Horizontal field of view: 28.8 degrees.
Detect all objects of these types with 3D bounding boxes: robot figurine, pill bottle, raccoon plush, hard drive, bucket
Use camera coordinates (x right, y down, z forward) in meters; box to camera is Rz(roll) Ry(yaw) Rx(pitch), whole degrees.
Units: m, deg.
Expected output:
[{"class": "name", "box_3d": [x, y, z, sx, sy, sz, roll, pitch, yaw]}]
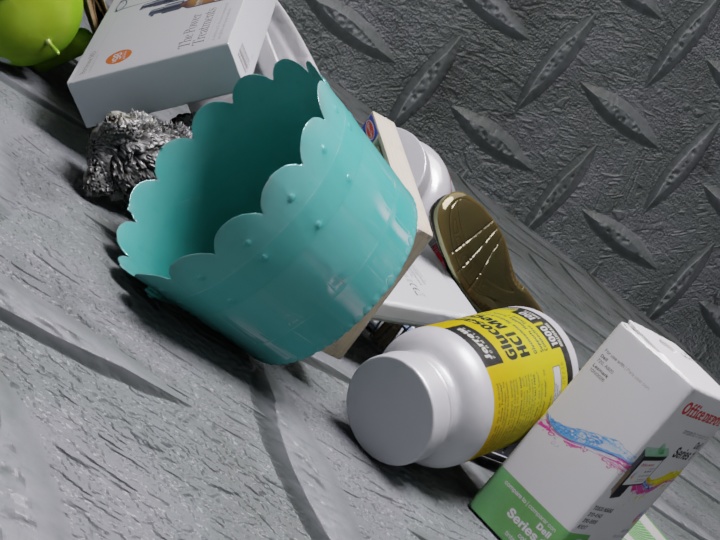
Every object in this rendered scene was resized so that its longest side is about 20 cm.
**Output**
[{"class": "robot figurine", "box_3d": [-0.326, -0.266, 1.316, 0.175, 0.116, 0.200, 46, 5, -37]}, {"class": "pill bottle", "box_3d": [0.043, -0.068, 1.440, 0.112, 0.112, 0.200, 44, -5, 23]}, {"class": "raccoon plush", "box_3d": [-0.130, -0.086, 1.153, 0.199, 0.097, 0.134, 6, 2, 20]}, {"class": "hard drive", "box_3d": [0.000, 0.000, 1.290, 0.199, 0.026, 0.132, 10, 30, -32]}, {"class": "bucket", "box_3d": [-0.066, -0.039, 1.046, 0.135, 0.207, 0.207, 45, 6, -30]}, {"class": "pill bottle", "box_3d": [0.082, 0.095, 1.132, 0.112, 0.113, 0.200, 44, 30, 25]}]

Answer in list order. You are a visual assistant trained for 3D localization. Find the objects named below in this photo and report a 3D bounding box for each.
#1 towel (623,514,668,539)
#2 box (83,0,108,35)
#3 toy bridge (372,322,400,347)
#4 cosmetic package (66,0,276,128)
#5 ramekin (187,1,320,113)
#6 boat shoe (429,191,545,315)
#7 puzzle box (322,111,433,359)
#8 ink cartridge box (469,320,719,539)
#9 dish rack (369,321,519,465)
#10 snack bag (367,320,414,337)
[{"class": "towel", "box_3d": [0.242, 0.236, 1.432, 0.200, 0.023, 0.153, 33, 13, -35]}, {"class": "box", "box_3d": [-0.257, -0.230, 1.426, 0.200, 0.021, 0.164, -122, -166, -60]}, {"class": "toy bridge", "box_3d": [-0.033, -0.012, 1.392, 0.200, 0.067, 0.027, 41, 41, 2]}, {"class": "cosmetic package", "box_3d": [-0.163, -0.210, 1.259, 0.200, 0.150, 0.052, -82, 155, -55]}, {"class": "ramekin", "box_3d": [-0.102, -0.173, 1.413, 0.201, 0.105, 0.200, 61, 11, -21]}, {"class": "boat shoe", "box_3d": [0.116, 0.010, 1.386, 0.066, 0.072, 0.201, 3, -46, 54]}, {"class": "puzzle box", "box_3d": [-0.002, -0.034, 1.162, 0.025, 0.133, 0.200, 27, 23, -23]}, {"class": "ink cartridge box", "box_3d": [0.206, 0.151, 1.167, 0.084, 0.200, 0.145, 44, 12, 29]}, {"class": "dish rack", "box_3d": [0.076, 0.089, 1.328, 0.153, 0.055, 0.200, 26, 21, -42]}, {"class": "snack bag", "box_3d": [0.005, 0.022, 1.518, 0.188, 0.021, 0.200, 41, 10, 6]}]
